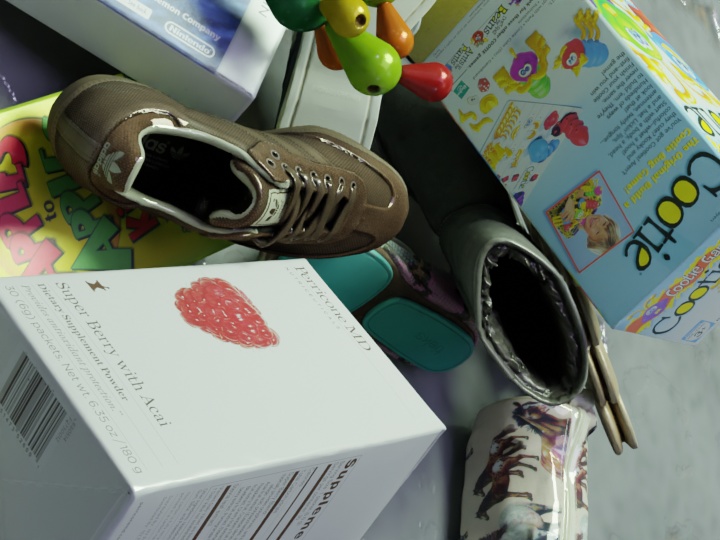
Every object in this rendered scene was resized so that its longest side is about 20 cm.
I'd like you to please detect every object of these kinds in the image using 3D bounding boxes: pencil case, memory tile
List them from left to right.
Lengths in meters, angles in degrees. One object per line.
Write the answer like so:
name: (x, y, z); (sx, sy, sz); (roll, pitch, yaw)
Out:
pencil case: (0.102, 0.170, 0.978); (0.078, 0.089, 0.200); (31, 55, -40)
memory tile: (0.128, 0.009, 1.022); (0.153, 0.017, 0.200); (-107, 175, -51)

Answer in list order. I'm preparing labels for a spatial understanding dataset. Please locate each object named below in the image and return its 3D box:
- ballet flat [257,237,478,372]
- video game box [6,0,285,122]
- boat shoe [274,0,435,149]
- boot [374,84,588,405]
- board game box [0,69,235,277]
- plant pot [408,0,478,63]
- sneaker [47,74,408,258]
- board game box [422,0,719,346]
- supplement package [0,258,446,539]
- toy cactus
ballet flat: (0.000, 0.000, 0.936); (0.200, 0.069, 0.071); (30, 32, -50)
video game box: (-0.113, -0.194, 0.818); (0.200, 0.047, 0.182); (31, 53, -17)
boat shoe: (-0.001, -0.137, 0.901); (0.075, 0.062, 0.200); (11, 107, -15)
boot: (0.063, -0.025, 0.927); (0.182, 0.073, 0.200); (55, 12, -9)
board game box: (-0.137, -0.035, 0.788); (0.200, 0.048, 0.102); (-28, 100, -51)
plant pot: (0.110, -0.232, 1.074); (0.200, 0.142, 0.200); (20, 63, -46)
sneaker: (-0.051, -0.033, 0.771); (0.200, 0.076, 0.071); (13, 112, -35)
board game box: (0.142, -0.069, 0.900); (0.103, 0.105, 0.200); (13, 38, -53)
supplement package: (-0.084, 0.079, 0.725); (0.200, 0.120, 0.121); (-4, 46, -51)
toy cactus: (-0.034, -0.173, 0.782); (0.165, 0.102, 0.200); (-5, 80, -24)
